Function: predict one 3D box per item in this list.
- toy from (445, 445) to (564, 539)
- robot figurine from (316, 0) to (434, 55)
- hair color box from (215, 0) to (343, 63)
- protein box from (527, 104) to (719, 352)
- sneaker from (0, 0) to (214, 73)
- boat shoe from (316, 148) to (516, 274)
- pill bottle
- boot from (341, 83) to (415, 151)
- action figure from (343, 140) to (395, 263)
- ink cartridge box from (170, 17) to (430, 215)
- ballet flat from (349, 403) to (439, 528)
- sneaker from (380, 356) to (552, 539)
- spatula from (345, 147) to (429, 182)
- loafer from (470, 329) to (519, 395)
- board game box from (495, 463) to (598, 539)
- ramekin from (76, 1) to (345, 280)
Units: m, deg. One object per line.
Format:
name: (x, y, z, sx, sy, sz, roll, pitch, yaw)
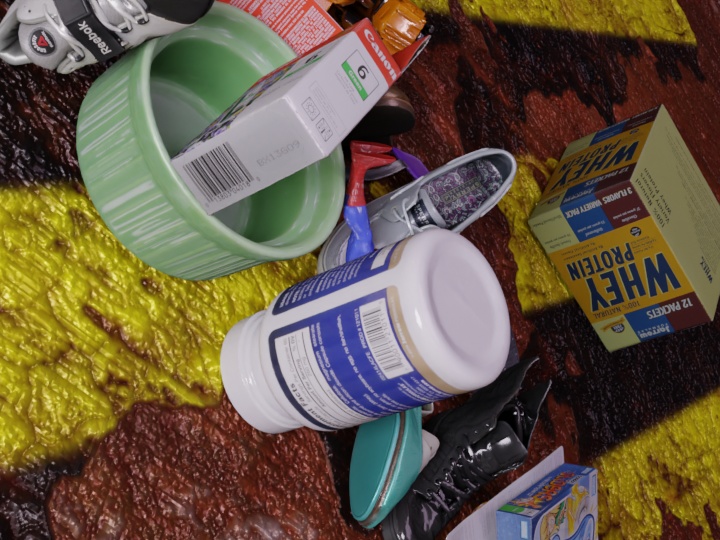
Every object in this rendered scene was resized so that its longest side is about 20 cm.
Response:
toy: (0.119, 0.240, 1.009, 0.200, 0.047, 0.115, -24, 113, -52)
robot figurine: (0.000, -0.241, 1.047, 0.145, 0.058, 0.200, 34, 8, -9)
hair color box: (-0.096, -0.227, 0.939, 0.064, 0.111, 0.200, -48, 120, -3)
protein box: (0.326, -0.051, 1.362, 0.199, 0.135, 0.200, 56, 37, -16)
sneaker: (-0.172, -0.164, 0.750, 0.074, 0.200, 0.089, 53, 58, -27)
boat shoe: (0.050, -0.049, 0.994, 0.201, 0.072, 0.070, -33, 87, -17)
pill bottle: (-0.002, 0.052, 0.839, 0.116, 0.200, 0.116, 27, 53, -42)
boot: (0.004, -0.146, 0.977, 0.200, 0.074, 0.076, -168, -102, -85)
action figure: (0.000, 0.000, 0.931, 0.052, 0.200, 0.065, 7, 19, -10)
ink cartridge box: (-0.035, -0.122, 0.797, 0.050, 0.109, 0.200, 55, 38, -17)
ballet flat: (0.034, 0.120, 0.955, 0.070, 0.067, 0.200, 22, 53, -28)
sneaker: (0.094, 0.158, 0.983, 0.060, 0.104, 0.200, 55, 38, -17)
spatula: (0.012, -0.093, 1.080, 0.200, 0.021, 0.057, -7, 51, -48)
loafer: (0.086, 0.037, 1.079, 0.072, 0.063, 0.200, -33, 102, -37)
board game box: (0.167, 0.286, 1.010, 0.135, 0.034, 0.200, -17, 107, -53)
ramekin: (-0.113, -0.089, 0.860, 0.200, 0.098, 0.200, 27, 52, -41)
